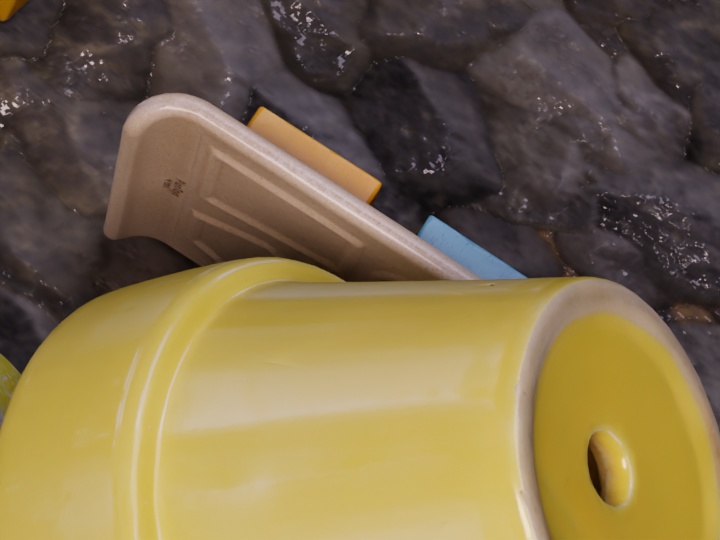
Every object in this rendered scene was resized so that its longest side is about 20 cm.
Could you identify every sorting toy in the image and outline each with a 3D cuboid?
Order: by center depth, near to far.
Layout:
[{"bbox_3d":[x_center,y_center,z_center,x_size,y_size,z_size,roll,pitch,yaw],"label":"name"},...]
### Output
[{"bbox_3d":[0.000,0.000,1.144,0.199,0.185,0.037,28,75,0],"label":"sorting toy"}]

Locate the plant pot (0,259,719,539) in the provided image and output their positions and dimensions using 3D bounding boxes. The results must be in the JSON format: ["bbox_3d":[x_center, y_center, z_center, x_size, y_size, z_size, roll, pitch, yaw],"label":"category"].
[{"bbox_3d":[0.012,0.084,0.995,0.201,0.188,0.202,26,57,-47],"label":"plant pot"}]

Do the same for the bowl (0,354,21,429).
[{"bbox_3d":[-0.177,0.070,1.030,0.199,0.108,0.201,15,46,-16],"label":"bowl"}]

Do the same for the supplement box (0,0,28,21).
[{"bbox_3d":[-0.134,-0.224,1.250,0.109,0.200,0.110,36,43,5],"label":"supplement box"}]
